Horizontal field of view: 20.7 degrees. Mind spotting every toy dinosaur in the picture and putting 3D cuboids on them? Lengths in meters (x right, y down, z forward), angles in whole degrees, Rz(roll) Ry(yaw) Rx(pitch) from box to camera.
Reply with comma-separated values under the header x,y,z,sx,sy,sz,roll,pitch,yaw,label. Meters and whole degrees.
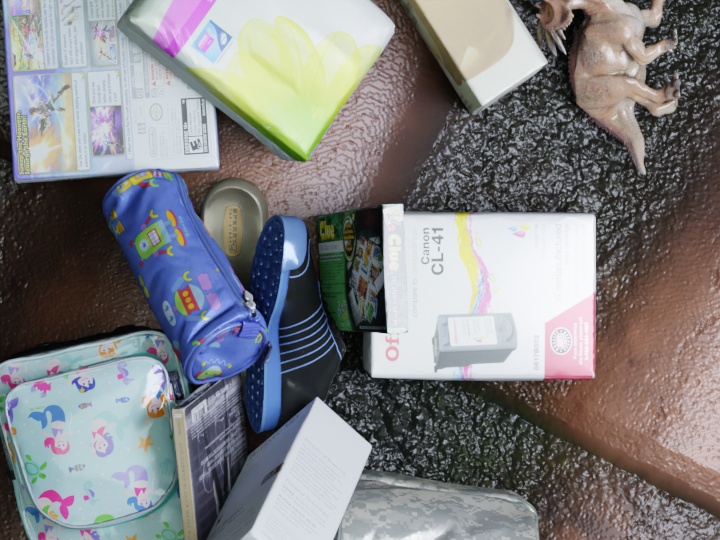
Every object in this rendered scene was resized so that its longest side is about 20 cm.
x,y,z,sx,sy,sz,roll,pitch,yaw,label
0.211,-0.187,1.738,0.135,0.086,0.201,-4,107,8,toy dinosaur

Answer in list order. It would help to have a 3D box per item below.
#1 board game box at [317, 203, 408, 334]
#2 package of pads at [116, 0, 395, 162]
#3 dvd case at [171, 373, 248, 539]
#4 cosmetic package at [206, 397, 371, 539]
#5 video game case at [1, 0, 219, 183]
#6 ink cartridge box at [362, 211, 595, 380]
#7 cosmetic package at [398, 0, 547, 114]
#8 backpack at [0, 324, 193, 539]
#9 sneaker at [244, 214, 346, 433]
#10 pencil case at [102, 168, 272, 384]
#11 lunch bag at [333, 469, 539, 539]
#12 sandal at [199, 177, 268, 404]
x,y,z,sx,sy,sz,roll,pitch,yaw,label
0.000,0.000,1.667,0.023,0.200,0.106,-5,91,-16,board game box
-0.086,-0.212,1.700,0.200,0.068,0.155,39,77,-16,package of pads
-0.122,0.195,1.672,0.016,0.149,0.202,-2,101,15,dvd case
-0.067,0.203,1.622,0.074,0.200,0.102,42,120,-11,cosmetic package
-0.220,-0.182,1.734,0.180,0.045,0.202,-4,90,-4,video game case
0.104,0.022,1.728,0.198,0.086,0.149,0,90,-4,ink cartridge box
0.076,-0.240,1.718,0.071,0.105,0.201,-33,90,-2,cosmetic package
-0.218,0.159,1.690,0.176,0.151,0.201,-12,95,-3,backpack
-0.052,0.045,1.696,0.077,0.070,0.201,-4,115,-23,sneaker
-0.148,0.002,1.679,0.087,0.078,0.201,-42,59,19,pencil case
0.056,0.253,1.684,0.199,0.168,0.140,10,89,-2,lunch bag
-0.109,0.019,1.733,0.080,0.054,0.202,-3,94,-2,sandal
